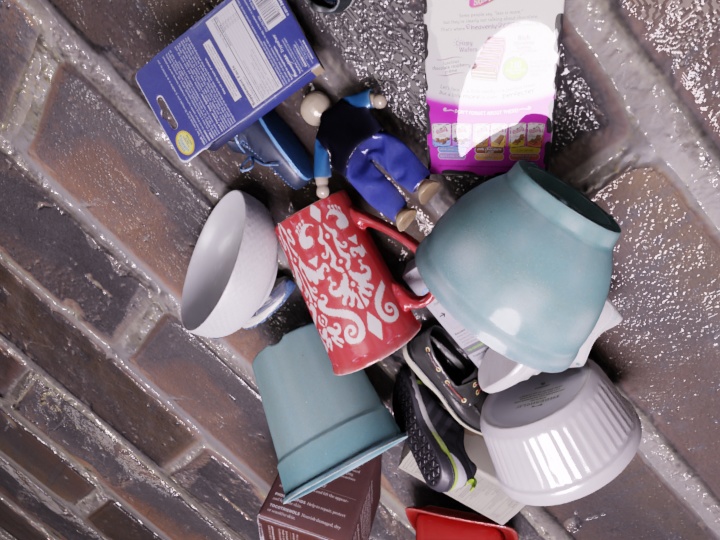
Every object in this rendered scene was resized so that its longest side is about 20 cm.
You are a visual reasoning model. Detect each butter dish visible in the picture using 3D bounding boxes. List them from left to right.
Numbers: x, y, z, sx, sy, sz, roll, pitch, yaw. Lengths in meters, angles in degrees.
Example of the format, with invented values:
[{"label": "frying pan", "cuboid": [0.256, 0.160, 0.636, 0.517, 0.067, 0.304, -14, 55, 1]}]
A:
[{"label": "butter dish", "cuboid": [0.172, 0.514, 0.913, 0.193, 0.151, 0.202, 3, 144, 19]}]

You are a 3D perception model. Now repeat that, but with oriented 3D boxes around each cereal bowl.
[{"label": "cereal bowl", "cuboid": [-0.171, -0.002, 0.726, 0.082, 0.204, 0.199, 21, 134, -33]}]

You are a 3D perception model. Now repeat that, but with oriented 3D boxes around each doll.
[{"label": "doll", "cuboid": [-0.004, -0.137, 0.610, 0.200, 0.048, 0.137, 47, 108, 16]}]

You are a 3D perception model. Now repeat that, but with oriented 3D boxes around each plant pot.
[{"label": "plant pot", "cuboid": [-0.059, 0.196, 0.768, 0.200, 0.197, 0.200, -42, 67, 35]}, {"label": "plant pot", "cuboid": [0.171, -0.021, 0.528, 0.197, 0.201, 0.136, 31, 117, -1]}]

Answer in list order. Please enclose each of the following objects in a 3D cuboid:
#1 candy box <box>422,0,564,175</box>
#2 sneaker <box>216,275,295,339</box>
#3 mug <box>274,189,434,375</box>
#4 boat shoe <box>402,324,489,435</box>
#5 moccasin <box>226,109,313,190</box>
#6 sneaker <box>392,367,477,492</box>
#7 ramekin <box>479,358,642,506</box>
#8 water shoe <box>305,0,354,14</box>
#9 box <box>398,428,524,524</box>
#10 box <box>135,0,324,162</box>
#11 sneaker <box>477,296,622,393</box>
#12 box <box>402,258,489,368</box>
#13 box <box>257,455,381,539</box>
[{"label": "candy box", "cuboid": [0.136, -0.206, 0.545, 0.132, 0.061, 0.205, 5, 124, 18]}, {"label": "sneaker", "cuboid": [-0.189, 0.042, 0.818, 0.196, 0.077, 0.087, -23, 108, 30]}, {"label": "mug", "cuboid": [-0.004, 0.001, 0.686, 0.174, 0.133, 0.204, -28, 93, -7]}, {"label": "boat shoe", "cuboid": [0.150, 0.164, 0.766, 0.201, 0.074, 0.063, 45, 133, -6]}, {"label": "moccasin", "cuboid": [-0.140, -0.177, 0.664, 0.068, 0.080, 0.201, -40, 89, 21]}, {"label": "sneaker", "cuboid": [0.110, 0.237, 0.783, 0.081, 0.203, 0.073, 4, 132, -27]}, {"label": "ramekin", "cuboid": [0.246, 0.193, 0.681, 0.200, 0.202, 0.096, -29, 96, 32]}, {"label": "water shoe", "cuboid": [-0.084, -0.345, 0.529, 0.198, 0.079, 0.072, 38, 126, -6]}, {"label": "box", "cuboid": [0.170, 0.313, 0.850, 0.196, 0.078, 0.096, 29, 127, 1]}, {"label": "box", "cuboid": [-0.152, -0.227, 0.600, 0.197, 0.032, 0.123, -31, 91, 11]}, {"label": "sneaker", "cuboid": [0.234, 0.102, 0.654, 0.087, 0.076, 0.201, 30, 125, -16]}, {"label": "box", "cuboid": [0.174, 0.035, 0.697, 0.155, 0.041, 0.200, -34, 106, 33]}, {"label": "box", "cuboid": [-0.063, 0.419, 0.929, 0.159, 0.201, 0.170, 9, 124, 14]}]
